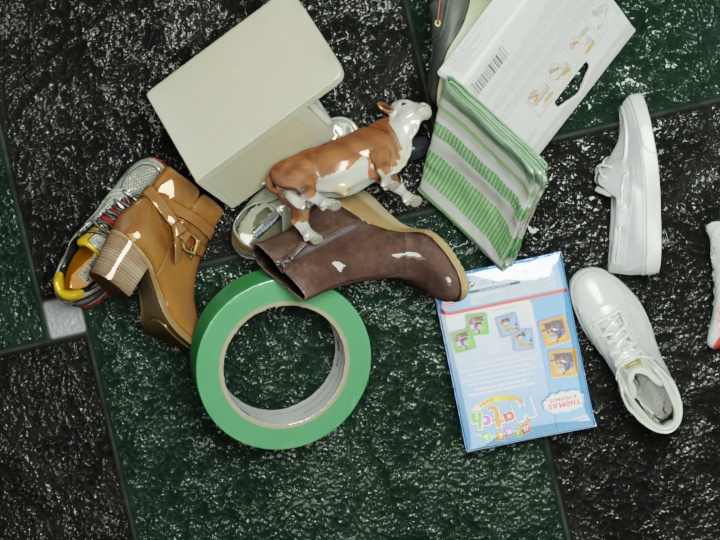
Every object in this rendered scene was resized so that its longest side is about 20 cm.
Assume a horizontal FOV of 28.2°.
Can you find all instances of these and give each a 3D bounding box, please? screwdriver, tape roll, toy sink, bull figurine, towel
[{"bbox_3d":[-0.016,-0.123,1.602,0.199,0.028,0.029,-10,122,-16],"label":"screwdriver"},{"bbox_3d":[-0.089,0.099,1.597,0.199,0.048,0.202,-4,106,-15],"label":"tape roll"},{"bbox_3d":[-0.109,-0.186,1.577,0.200,0.112,0.131,-36,67,8],"label":"toy sink"},{"bbox_3d":[-0.003,-0.111,1.551,0.199,0.065,0.122,-24,48,-1],"label":"bull figurine"},{"bbox_3d":[0.127,-0.098,1.531,0.023,0.200,0.153,-37,70,-23],"label":"towel"}]

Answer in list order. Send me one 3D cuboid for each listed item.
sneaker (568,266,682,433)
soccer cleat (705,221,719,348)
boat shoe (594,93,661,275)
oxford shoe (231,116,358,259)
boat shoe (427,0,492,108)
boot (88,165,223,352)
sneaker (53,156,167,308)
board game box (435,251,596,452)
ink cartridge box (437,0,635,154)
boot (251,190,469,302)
[{"bbox_3d":[0.297,0.086,1.571,0.073,0.116,0.201,-31,88,7],"label":"sneaker"},{"bbox_3d":[0.414,-0.013,1.585,0.085,0.069,0.201,24,91,12],"label":"soccer cleat"},{"bbox_3d":[0.295,-0.094,1.591,0.068,0.072,0.201,-4,101,5],"label":"boat shoe"},{"bbox_3d":[-0.072,-0.091,1.622,0.075,0.058,0.200,44,93,5],"label":"oxford shoe"},{"bbox_3d":[0.109,-0.270,1.534,0.063,0.073,0.202,31,118,36],"label":"boat shoe"},{"bbox_3d":[-0.198,-0.005,1.616,0.073,0.200,0.155,10,60,44],"label":"boot"},{"bbox_3d":[-0.278,-0.039,1.627,0.078,0.082,0.201,33,93,3],"label":"sneaker"},{"bbox_3d":[0.173,0.092,1.619,0.150,0.037,0.201,-11,90,5],"label":"board game box"},{"bbox_3d":[0.194,-0.240,1.556,0.200,0.176,0.045,-52,49,-2],"label":"ink cartridge box"},{"bbox_3d":[0.000,0.000,1.558,0.166,0.073,0.200,-31,57,-34],"label":"boot"}]
